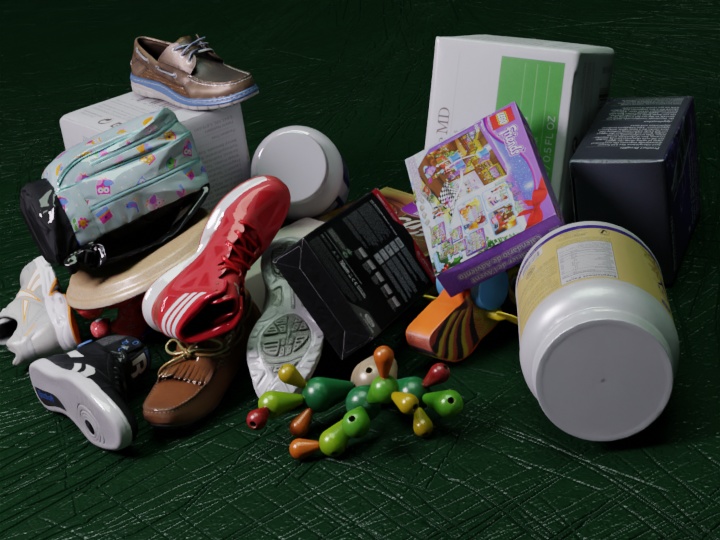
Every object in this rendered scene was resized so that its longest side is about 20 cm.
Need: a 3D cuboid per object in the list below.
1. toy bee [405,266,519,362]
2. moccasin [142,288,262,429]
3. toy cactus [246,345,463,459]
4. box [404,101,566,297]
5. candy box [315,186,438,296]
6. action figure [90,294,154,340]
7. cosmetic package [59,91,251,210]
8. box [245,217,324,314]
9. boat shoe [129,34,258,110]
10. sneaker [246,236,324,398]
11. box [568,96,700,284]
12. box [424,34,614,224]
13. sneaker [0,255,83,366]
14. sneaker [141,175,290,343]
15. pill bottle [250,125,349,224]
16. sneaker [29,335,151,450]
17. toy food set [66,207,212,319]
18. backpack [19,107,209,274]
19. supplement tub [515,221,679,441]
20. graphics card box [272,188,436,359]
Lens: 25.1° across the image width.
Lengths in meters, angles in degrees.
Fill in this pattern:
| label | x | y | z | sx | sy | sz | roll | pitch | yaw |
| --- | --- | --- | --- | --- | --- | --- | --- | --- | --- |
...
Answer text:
| label | x | y | z | sx | sy | sz | roll | pitch | yaw |
| --- | --- | --- | --- | --- | --- | --- | --- | --- | --- |
| toy bee | 0.137 | 0.029 | 1.668 | 0.200 | 0.109 | 0.131 | -40 | 36 | -4 |
| moccasin | -0.159 | 0.088 | 1.644 | 0.073 | 0.078 | 0.201 | 8 | 37 | 31 |
| toy cactus | 0.001 | 0.111 | 1.544 | 0.199 | 0.103 | 0.165 | -13 | 13 | 15 |
| box | 0.127 | -0.076 | 1.664 | 0.136 | 0.039 | 0.201 | -27 | 39 | 13 |
| candy box | 0.054 | -0.035 | 1.869 | 0.116 | 0.057 | 0.199 | -25 | 27 | -32 |
| action figure | -0.217 | 0.033 | 1.816 | 0.199 | 0.066 | 0.052 | -27 | 51 | -35 |
| cosmetic package | -0.237 | -0.102 | 1.947 | 0.164 | 0.201 | 0.164 | -23 | 27 | -31 |
| box | -0.108 | 0.011 | 1.812 | 0.199 | 0.069 | 0.082 | -26 | 28 | -32 |
| boat shoe | -0.203 | -0.236 | 1.897 | 0.199 | 0.073 | 0.072 | 12 | 30 | 37 |
| sneaker | -0.071 | 0.067 | 1.671 | 0.077 | 0.100 | 0.201 | 4 | 51 | 5 |
| box | 0.306 | -0.091 | 1.785 | 0.104 | 0.149 | 0.200 | 1 | 27 | 21 |
| box | 0.181 | -0.164 | 1.850 | 0.170 | 0.201 | 0.200 | 9 | 10 | 20 |
| sneaker | -0.379 | 0.046 | 1.840 | 0.091 | 0.076 | 0.200 | -20 | 25 | -12 |
| sneaker | -0.121 | -0.002 | 1.617 | 0.200 | 0.078 | 0.115 | -52 | 35 | -7 |
| pill bottle | -0.073 | -0.113 | 1.930 | 0.110 | 0.112 | 0.200 | -9 | -3 | 3 |
| sneaker | -0.249 | 0.111 | 1.640 | 0.111 | 0.074 | 0.200 | -25 | 27 | -28 |
| toy food set | -0.227 | -0.009 | 1.761 | 0.199 | 0.049 | 0.198 | -22 | 21 | 11 |
| backpack | -0.262 | -0.088 | 1.745 | 0.199 | 0.127 | 0.167 | -28 | 17 | -14 |
| supplement tub | 0.218 | 0.055 | 1.500 | 0.144 | 0.146 | 0.200 | -7 | 25 | 6 |
| graphics card box | 0.000 | 0.000 | 1.677 | 0.051 | 0.126 | 0.200 | -34 | 3 | 28 |
